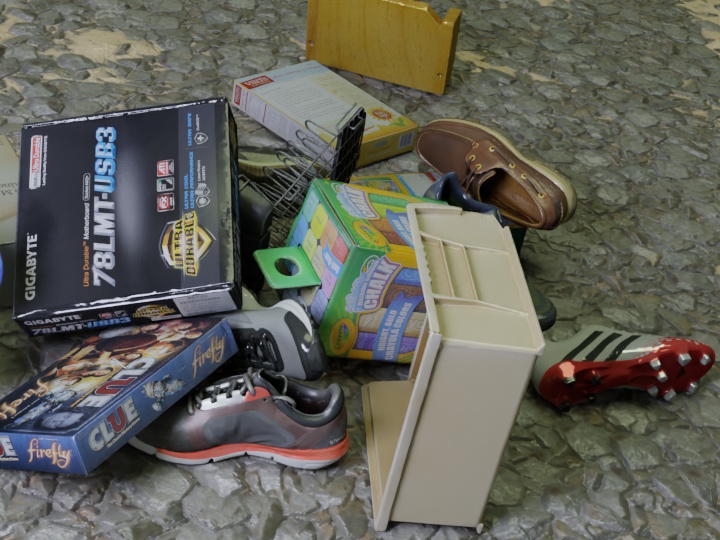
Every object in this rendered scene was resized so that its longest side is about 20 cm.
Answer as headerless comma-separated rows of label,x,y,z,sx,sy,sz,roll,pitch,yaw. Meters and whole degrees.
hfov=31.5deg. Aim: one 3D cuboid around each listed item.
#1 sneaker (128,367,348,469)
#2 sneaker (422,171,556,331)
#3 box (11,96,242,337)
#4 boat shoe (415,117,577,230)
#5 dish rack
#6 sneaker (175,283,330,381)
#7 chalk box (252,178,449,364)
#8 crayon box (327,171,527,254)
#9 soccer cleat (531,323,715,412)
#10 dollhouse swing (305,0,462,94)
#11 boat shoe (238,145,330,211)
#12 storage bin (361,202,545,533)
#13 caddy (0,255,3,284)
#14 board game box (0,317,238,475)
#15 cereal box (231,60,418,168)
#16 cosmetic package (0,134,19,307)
sneaker,-0.104,0.110,1.072,0.197,0.083,0.077,4,34,-9
sneaker,0.122,-0.016,1.274,0.074,0.081,0.200,-26,61,-37
box,-0.207,-0.050,1.139,0.196,0.050,0.202,-6,62,3
boat shoe,0.139,-0.105,1.391,0.199,0.073,0.067,32,36,23
dish rack,-0.065,-0.078,1.270,0.054,0.154,0.200,33,58,11
sneaker,-0.097,0.065,1.132,0.079,0.075,0.199,-30,25,-30
chalk box,0.000,0.000,1.199,0.198,0.125,0.125,8,31,-30
crayon box,0.067,-0.056,1.406,0.198,0.052,0.126,-5,37,-25
soccer cleat,0.253,0.084,1.243,0.198,0.069,0.086,-7,41,-19
dollhouse swing,0.045,-0.358,1.761,0.198,0.183,0.177,16,53,7
boat shoe,-0.132,-0.102,1.403,0.199,0.073,0.066,-1,25,-20
storage bin,0.068,0.078,1.068,0.093,0.202,0.199,7,33,-10
caddy,-0.379,0.013,1.054,0.104,0.143,0.199,1,15,-41
board game box,-0.211,0.098,1.049,0.134,0.035,0.200,-3,23,33
cereal box,-0.045,-0.195,1.590,0.143,0.040,0.199,-21,45,-40
cosmetic package,-0.366,-0.051,1.243,0.103,0.074,0.200,-10,38,-30
